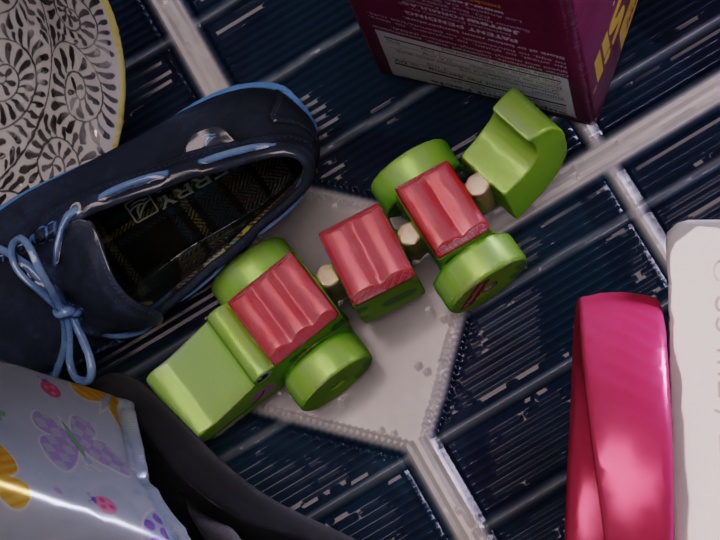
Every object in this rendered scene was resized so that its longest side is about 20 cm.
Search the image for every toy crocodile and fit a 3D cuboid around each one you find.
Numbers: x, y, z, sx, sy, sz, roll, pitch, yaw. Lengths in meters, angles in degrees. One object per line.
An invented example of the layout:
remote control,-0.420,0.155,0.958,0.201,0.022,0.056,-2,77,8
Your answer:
toy crocodile,0.000,0.000,0.921,0.200,0.062,0.068,-33,74,2

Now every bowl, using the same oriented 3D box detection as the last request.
bowl,-0.205,-0.087,0.941,0.200,0.201,0.094,-35,31,1

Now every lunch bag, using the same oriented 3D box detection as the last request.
lunch bag,-0.186,0.132,0.845,0.200,0.169,0.127,-54,36,19

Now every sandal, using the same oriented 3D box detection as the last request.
sandal,-0.052,0.120,0.897,0.200,0.043,0.076,34,129,22

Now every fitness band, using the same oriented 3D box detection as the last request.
fitness band,0.093,0.083,0.815,0.037,0.200,0.144,2,82,4

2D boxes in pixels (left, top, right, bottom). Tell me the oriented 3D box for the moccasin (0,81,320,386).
moccasin,-0.106,-0.009,0.915,0.200,0.068,0.081,-39,115,6

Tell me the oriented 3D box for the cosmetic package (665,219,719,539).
cosmetic package,0.212,0.076,0.815,0.199,0.166,0.168,-2,77,8

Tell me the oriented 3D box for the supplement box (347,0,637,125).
supplement box,0.058,-0.153,0.873,0.103,0.200,0.131,16,81,12
